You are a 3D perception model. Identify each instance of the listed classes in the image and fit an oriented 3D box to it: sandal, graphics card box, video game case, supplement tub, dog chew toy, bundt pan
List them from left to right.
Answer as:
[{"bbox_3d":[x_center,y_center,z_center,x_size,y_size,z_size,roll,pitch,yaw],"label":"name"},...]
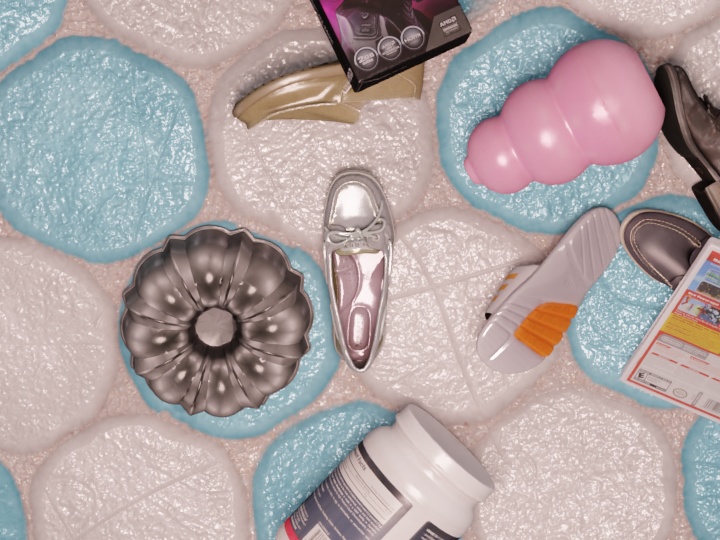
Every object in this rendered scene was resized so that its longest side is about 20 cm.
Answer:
[{"bbox_3d":[-0.145,0.058,1.732,0.202,0.076,0.202,-1,101,-3],"label":"bundt pan"},{"bbox_3d":[0.008,-0.285,1.647,0.125,0.051,0.200,-24,86,-9],"label":"graphics card box"},{"bbox_3d":[0.025,0.249,1.745,0.140,0.140,0.200,43,97,-10],"label":"supplement tub"},{"bbox_3d":[0.187,0.019,1.753,0.207,0.059,0.079,-48,117,-14],"label":"sandal"},{"bbox_3d":[0.194,-0.141,1.690,0.200,0.125,0.125,-27,102,12],"label":"dog chew toy"},{"bbox_3d":[0.369,0.068,1.737,0.143,0.017,0.200,23,129,-4],"label":"video game case"}]

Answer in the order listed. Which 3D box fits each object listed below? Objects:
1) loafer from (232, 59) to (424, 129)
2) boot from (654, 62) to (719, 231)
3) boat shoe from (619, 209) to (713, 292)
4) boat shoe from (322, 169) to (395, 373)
[{"bbox_3d":[-0.027,-0.172,1.690,0.200,0.076,0.068,-18,96,1],"label":"loafer"},{"bbox_3d":[0.401,-0.149,1.728,0.174,0.069,0.200,-28,105,-2],"label":"boot"},{"bbox_3d":[0.353,0.005,1.749,0.200,0.063,0.073,35,97,-11],"label":"boat shoe"},{"bbox_3d":[-0.002,0.001,1.732,0.074,0.065,0.202,1,101,-3],"label":"boat shoe"}]
